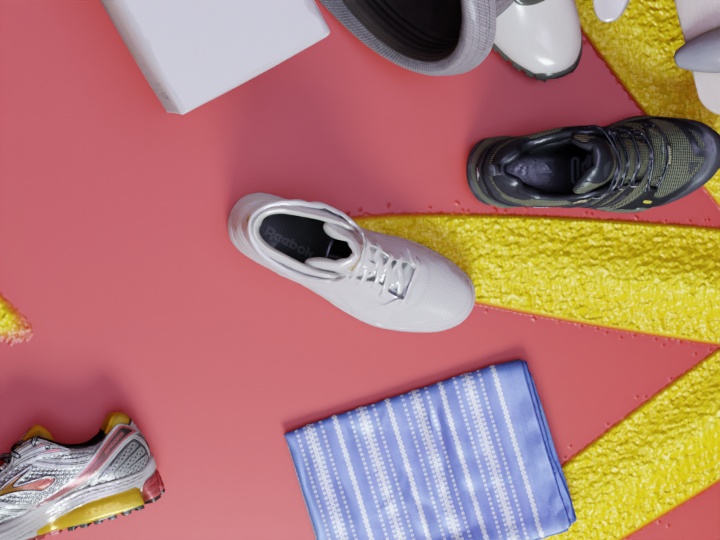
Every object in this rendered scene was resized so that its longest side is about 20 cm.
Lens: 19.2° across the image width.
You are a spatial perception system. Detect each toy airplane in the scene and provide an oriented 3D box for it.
[{"bbox_3d":[0.258,-0.246,1.567,0.200,0.141,0.199,37,90,-9],"label":"toy airplane"}]

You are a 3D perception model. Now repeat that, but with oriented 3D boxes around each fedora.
[{"bbox_3d":[0.044,-0.238,1.547,0.090,0.177,0.200,-35,55,-30],"label":"fedora"}]

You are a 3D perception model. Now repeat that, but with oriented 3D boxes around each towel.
[{"bbox_3d":[0.056,0.163,1.643,0.200,0.024,0.145,-17,96,-6],"label":"towel"}]

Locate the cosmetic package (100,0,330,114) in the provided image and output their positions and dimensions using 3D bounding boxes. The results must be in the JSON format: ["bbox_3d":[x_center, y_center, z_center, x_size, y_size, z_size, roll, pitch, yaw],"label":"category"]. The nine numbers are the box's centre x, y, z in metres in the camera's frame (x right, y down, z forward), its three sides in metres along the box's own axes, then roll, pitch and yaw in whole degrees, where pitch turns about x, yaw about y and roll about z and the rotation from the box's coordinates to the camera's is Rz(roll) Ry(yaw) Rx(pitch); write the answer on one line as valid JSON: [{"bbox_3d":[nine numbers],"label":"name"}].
[{"bbox_3d":[-0.130,-0.222,1.495,0.123,0.199,0.200,-31,98,-5],"label":"cosmetic package"}]

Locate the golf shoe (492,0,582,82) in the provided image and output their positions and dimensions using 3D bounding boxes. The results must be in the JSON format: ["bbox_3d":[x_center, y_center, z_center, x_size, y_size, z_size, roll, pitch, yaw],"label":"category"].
[{"bbox_3d":[0.114,-0.234,1.585,0.077,0.088,0.200,-25,99,-7],"label":"golf shoe"}]

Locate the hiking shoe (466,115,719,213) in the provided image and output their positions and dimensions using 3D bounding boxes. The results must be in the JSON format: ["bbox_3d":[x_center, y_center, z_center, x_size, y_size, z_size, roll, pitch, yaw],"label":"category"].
[{"bbox_3d":[0.185,-0.075,1.600,0.200,0.101,0.076,-8,96,-7],"label":"hiking shoe"}]

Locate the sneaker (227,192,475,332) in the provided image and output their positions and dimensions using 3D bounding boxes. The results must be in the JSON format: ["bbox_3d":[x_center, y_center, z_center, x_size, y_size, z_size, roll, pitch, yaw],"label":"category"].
[{"bbox_3d":[0.000,0.000,1.575,0.200,0.116,0.074,20,90,-10],"label":"sneaker"}]

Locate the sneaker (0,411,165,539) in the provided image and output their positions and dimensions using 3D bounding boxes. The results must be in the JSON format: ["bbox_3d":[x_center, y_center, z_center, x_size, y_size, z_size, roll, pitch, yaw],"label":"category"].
[{"bbox_3d":[-0.252,0.160,1.581,0.200,0.078,0.082,-17,93,-15],"label":"sneaker"}]
